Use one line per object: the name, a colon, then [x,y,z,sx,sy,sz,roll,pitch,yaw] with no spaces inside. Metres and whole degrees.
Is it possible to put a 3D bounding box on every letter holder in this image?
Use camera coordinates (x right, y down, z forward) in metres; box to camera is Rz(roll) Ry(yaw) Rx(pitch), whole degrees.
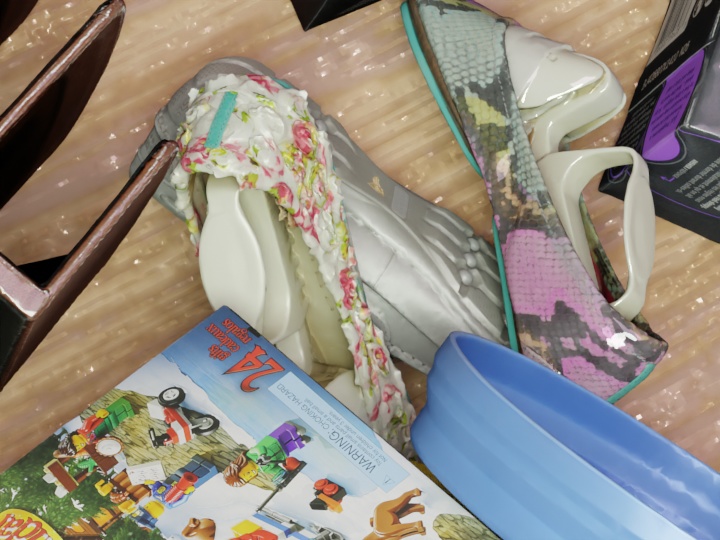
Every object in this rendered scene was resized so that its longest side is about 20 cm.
letter holder: [-0.118,-0.049,1.021,0.101,0.200,0.142,41,75,-2]

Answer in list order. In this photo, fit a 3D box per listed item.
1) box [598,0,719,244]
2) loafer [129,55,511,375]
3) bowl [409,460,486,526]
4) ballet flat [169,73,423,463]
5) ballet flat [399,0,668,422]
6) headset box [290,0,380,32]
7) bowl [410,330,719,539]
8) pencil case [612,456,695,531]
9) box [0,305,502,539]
box: [0.214,-0.050,1.127,0.200,0.122,0.106,24,76,-7]
loafer: [0.000,0.000,1.112,0.200,0.070,0.070,40,114,-9]
bowl: [0.009,0.164,0.978,0.200,0.108,0.200,0,89,-15]
ballet flat: [-0.030,0.023,1.054,0.076,0.064,0.200,-5,120,26]
ballet flat: [0.075,-0.037,1.100,0.071,0.069,0.200,-28,59,21]
headset box: [0.008,-0.219,1.141,0.149,0.077,0.200,-23,87,-14]
bowl: [0.103,0.091,0.959,0.201,0.201,0.039,33,96,-4]
pencil case: [0.035,0.131,1.082,0.200,0.083,0.087,-26,58,-14]
box: [-0.032,0.111,0.922,0.137,0.038,0.200,-37,51,-19]
